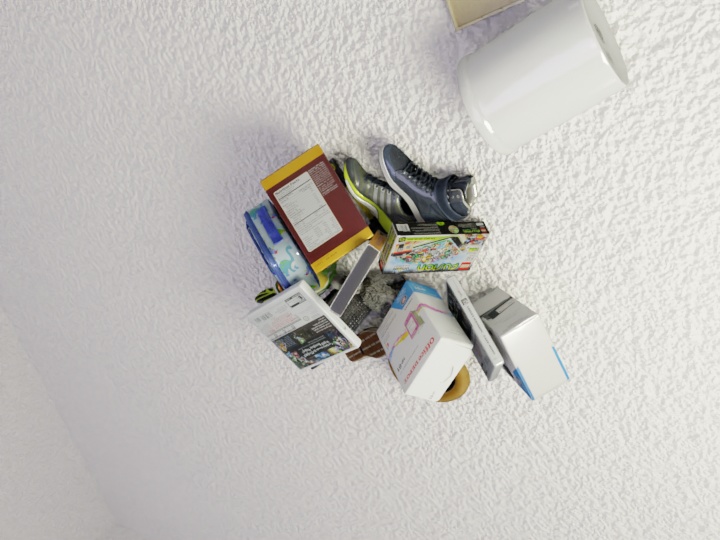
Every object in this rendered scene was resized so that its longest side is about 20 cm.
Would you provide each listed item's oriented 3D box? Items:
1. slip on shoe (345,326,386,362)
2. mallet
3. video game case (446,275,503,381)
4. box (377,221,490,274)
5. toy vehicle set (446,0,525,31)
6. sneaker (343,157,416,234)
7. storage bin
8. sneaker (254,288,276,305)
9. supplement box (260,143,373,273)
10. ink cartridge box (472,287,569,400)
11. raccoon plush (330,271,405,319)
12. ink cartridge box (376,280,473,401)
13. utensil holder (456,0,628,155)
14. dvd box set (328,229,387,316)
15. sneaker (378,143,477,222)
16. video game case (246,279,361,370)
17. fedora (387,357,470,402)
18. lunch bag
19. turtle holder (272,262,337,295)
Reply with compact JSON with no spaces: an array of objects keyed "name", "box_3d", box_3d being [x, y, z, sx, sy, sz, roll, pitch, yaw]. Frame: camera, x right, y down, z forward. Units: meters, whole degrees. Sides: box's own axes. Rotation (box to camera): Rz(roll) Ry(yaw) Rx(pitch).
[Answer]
[{"name":"slip on shoe","box_3d":[0.029,0.174,1.352,0.077,0.060,0.200,61,147,5]},{"name":"mallet","box_3d":[-0.011,-0.149,1.217,0.201,0.041,0.066,49,134,2]},{"name":"video game case","box_3d":[0.222,0.119,1.110,0.184,0.023,0.200,63,180,21]},{"name":"box","box_3d":[0.141,-0.044,1.092,0.111,0.196,0.035,109,151,-46]},{"name":"toy vehicle set","box_3d":[0.174,-0.496,0.871,0.122,0.027,0.203,-8,115,36]},{"name":"sneaker","box_3d":[0.046,-0.160,1.154,0.200,0.074,0.081,45,126,-11]},{"name":"storage bin","box_3d":[-0.065,0.117,1.311,0.094,0.200,0.135,46,133,-5]},{"name":"sneaker","box_3d":[-0.188,0.098,1.473,0.197,0.075,0.077,10,133,40]},{"name":"supplement box","box_3d":[-0.086,-0.115,1.134,0.131,0.197,0.202,-32,92,-3]},{"name":"ink cartridge box","box_3d":[0.299,0.135,1.088,0.083,0.200,0.146,-30,103,1]},{"name":"raccoon plush","box_3d":[0.033,0.073,1.289,0.196,0.097,0.136,16,131,16]},{"name":"ink cartridge box","box_3d":[0.124,0.139,1.138,0.083,0.201,0.146,17,114,-28]},{"name":"utensil holder","box_3d":[0.272,-0.298,0.847,0.198,0.170,0.171,-26,105,38]},{"name":"dvd box set","box_3d":[0.000,0.000,1.109,0.029,0.200,0.148,32,103,0]},{"name":"sneaker","box_3d":[0.134,-0.174,1.065,0.145,0.077,0.203,-16,120,50]},{"name":"video game case","box_3d":[-0.122,0.121,1.179,0.198,0.023,0.182,-28,112,40]},{"name":"fedora","box_3d":[0.164,0.213,1.310,0.197,0.082,0.204,14,127,18]},{"name":"lunch bag","box_3d":[-0.169,-0.045,1.191,0.201,0.082,0.162,55,173,38]},{"name":"turtle holder","box_3d":[-0.123,0.012,1.325,0.182,0.132,0.143,10,124,27]}]
